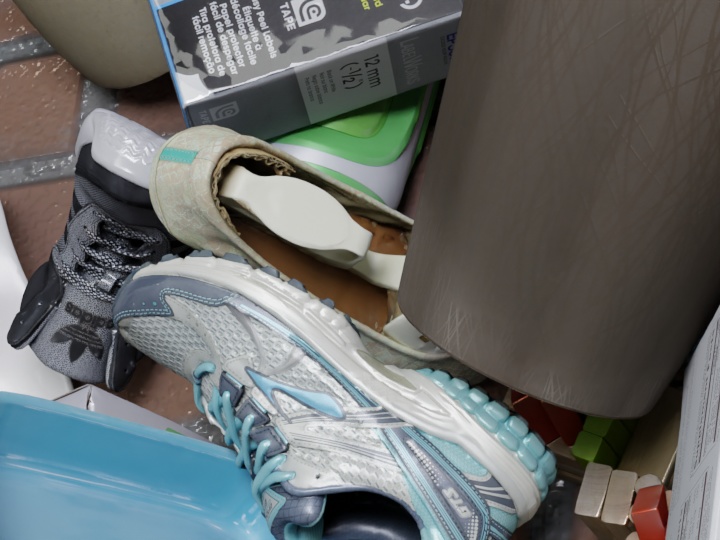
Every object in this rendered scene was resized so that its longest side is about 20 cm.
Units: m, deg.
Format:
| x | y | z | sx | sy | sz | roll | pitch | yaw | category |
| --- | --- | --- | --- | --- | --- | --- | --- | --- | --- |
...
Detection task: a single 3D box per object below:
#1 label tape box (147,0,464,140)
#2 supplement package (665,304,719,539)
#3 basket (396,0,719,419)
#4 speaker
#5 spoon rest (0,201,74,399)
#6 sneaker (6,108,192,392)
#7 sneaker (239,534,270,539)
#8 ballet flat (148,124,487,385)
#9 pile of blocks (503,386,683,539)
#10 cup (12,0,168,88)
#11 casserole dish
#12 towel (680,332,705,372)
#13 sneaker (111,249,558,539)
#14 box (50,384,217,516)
| x | y | z | sx | sy | sz | roll | pitch | yaw | category |
| --- | --- | --- | --- | --- | --- | --- | --- | --- | --- |
| -0.003 | -0.154 | 0.870 | 0.198 | 0.066 | 0.144 | -19 | 69 | 1 | label tape box |
| 0.186 | 0.122 | 0.665 | 0.154 | 0.111 | 0.202 | 11 | 68 | 2 | supplement package |
| 0.103 | -0.057 | 0.731 | 0.136 | 0.179 | 0.201 | -106 | 36 | -70 | basket |
| -0.002 | -0.111 | 0.935 | 0.088 | 0.088 | 0.201 | 4 | 66 | 28 | speaker |
| -0.198 | 0.027 | 0.964 | 0.061 | 0.099 | 0.201 | 119 | 146 | -45 | spoon rest |
| -0.114 | -0.003 | 0.888 | 0.075 | 0.200 | 0.115 | 24 | 83 | -4 | sneaker |
| -0.001 | 0.187 | 0.794 | 0.089 | 0.067 | 0.201 | -11 | 49 | -1 | sneaker |
| 0.000 | 0.000 | 0.806 | 0.062 | 0.199 | 0.068 | 0 | 68 | 60 | ballet flat |
| 0.127 | 0.090 | 0.775 | 0.082 | 0.062 | 0.200 | -43 | 54 | 0 | pile of blocks |
| -0.138 | -0.217 | 0.990 | 0.200 | 0.143 | 0.202 | -28 | 46 | 33 | cup |
| -0.084 | 0.113 | 0.736 | 0.039 | 0.199 | 0.122 | -50 | 43 | 23 | casserole dish |
| 0.204 | -0.058 | 0.805 | 0.199 | 0.022 | 0.148 | -21 | 83 | 16 | towel |
| -0.024 | 0.063 | 0.771 | 0.199 | 0.078 | 0.087 | 26 | 64 | 16 | sneaker |
| -0.151 | 0.176 | 0.827 | 0.176 | 0.097 | 0.201 | -23 | 55 | 29 | box |
